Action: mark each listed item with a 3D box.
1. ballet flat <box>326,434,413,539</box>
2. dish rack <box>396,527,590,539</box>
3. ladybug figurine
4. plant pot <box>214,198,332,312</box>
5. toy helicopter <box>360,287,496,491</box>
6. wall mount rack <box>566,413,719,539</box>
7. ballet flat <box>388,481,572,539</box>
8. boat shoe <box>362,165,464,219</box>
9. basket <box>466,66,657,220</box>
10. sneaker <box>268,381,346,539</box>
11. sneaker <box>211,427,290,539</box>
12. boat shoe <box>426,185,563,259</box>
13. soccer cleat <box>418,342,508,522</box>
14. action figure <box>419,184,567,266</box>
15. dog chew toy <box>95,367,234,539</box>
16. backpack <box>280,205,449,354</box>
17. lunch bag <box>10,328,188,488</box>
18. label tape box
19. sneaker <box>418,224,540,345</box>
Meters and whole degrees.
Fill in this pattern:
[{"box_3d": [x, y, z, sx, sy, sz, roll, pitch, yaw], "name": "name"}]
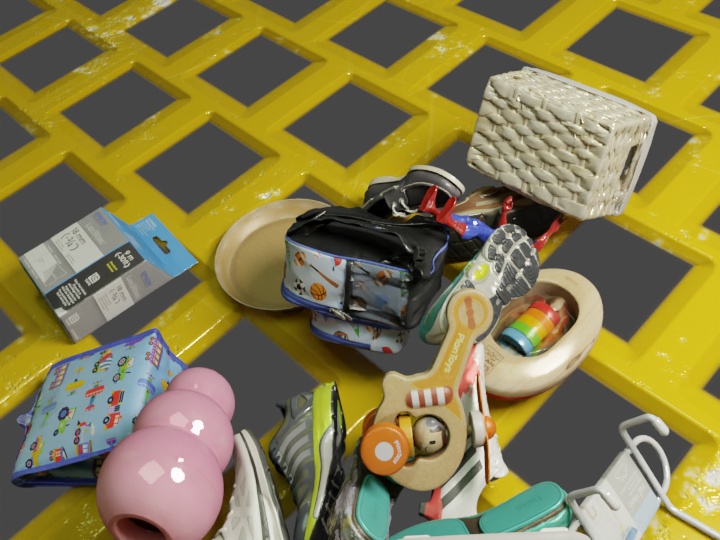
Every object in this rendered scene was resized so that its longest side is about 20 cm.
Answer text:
[{"box_3d": [0.005, 0.223, 0.805, 0.070, 0.074, 0.201, 4, 20, 13], "name": "ballet flat"}, {"box_3d": [0.112, 0.282, 0.688, 0.194, 0.175, 0.044, -5, 36, 5], "name": "dish rack"}, {"box_3d": [0.196, 0.081, 0.911, 0.198, 0.073, 0.135, -35, 52, -21], "name": "ladybug figurine"}, {"box_3d": [-0.101, -0.018, 1.078, 0.194, 0.028, 0.203, -5, 48, 6], "name": "plant pot"}, {"box_3d": [0.086, 0.118, 0.763, 0.130, 0.079, 0.204, 21, 94, 0], "name": "toy helicopter"}, {"box_3d": [0.282, 0.245, 0.741, 0.199, 0.074, 0.176, -35, 90, -39], "name": "wall mount rack"}, {"box_3d": [0.113, 0.269, 0.751, 0.196, 0.072, 0.068, -20, 22, -1], "name": "ballet flat"}, {"box_3d": [0.063, -0.089, 1.045, 0.198, 0.072, 0.064, 0, 56, 59], "name": "boat shoe"}, {"box_3d": [0.245, -0.160, 0.995, 0.198, 0.138, 0.122, 32, 32, 32], "name": "basket"}, {"box_3d": [-0.059, 0.215, 0.847, 0.079, 0.075, 0.203, -11, 42, 12], "name": "sneaker"}, {"box_3d": [-0.134, 0.262, 0.805, 0.113, 0.077, 0.203, -17, 51, -8], "name": "sneaker"}, {"box_3d": [0.173, -0.073, 1.057, 0.195, 0.077, 0.075, -11, 42, -12], "name": "boat shoe"}, {"box_3d": [0.117, 0.177, 0.820, 0.083, 0.069, 0.205, 12, 74, 6], "name": "soccer cleat"}, {"box_3d": [0.172, -0.063, 0.963, 0.100, 0.198, 0.065, -55, 38, 6], "name": "action figure"}, {"box_3d": [-0.186, 0.182, 0.805, 0.121, 0.127, 0.202, 2, 39, 11], "name": "dog chew toy"}, {"box_3d": [0.000, 0.000, 0.938, 0.186, 0.158, 0.200, 18, 17, 10], "name": "backpack"}, {"box_3d": [-0.317, 0.168, 0.919, 0.195, 0.095, 0.153, -9, 50, 14], "name": "lunch bag"}, {"box_3d": [-0.348, -0.015, 1.090, 0.198, 0.064, 0.144, -36, 53, -21], "name": "label tape box"}, {"box_3d": [0.133, 0.015, 0.887, 0.199, 0.079, 0.078, -39, 98, -36], "name": "sneaker"}]
